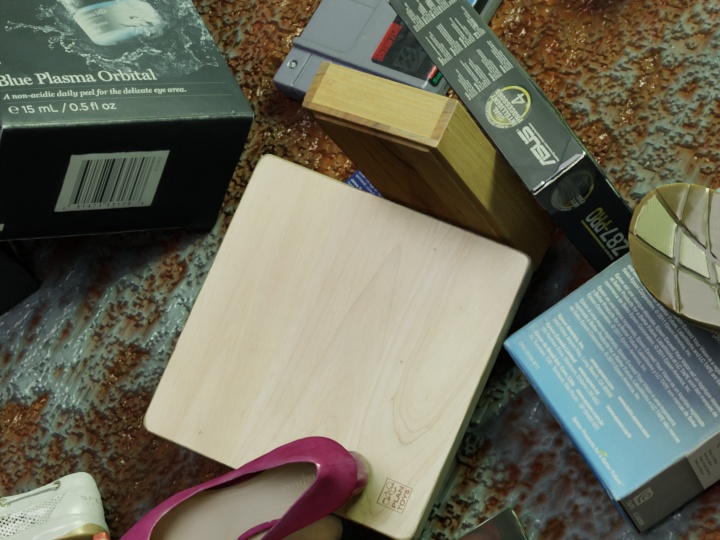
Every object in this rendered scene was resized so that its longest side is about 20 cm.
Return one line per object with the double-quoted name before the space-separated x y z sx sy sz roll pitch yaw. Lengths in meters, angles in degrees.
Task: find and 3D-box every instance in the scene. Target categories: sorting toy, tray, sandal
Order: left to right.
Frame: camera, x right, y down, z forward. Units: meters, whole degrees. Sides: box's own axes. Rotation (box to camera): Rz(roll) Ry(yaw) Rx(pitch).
"sorting toy" -0.010 0.054 1.557 0.198 0.070 0.200 22 83 17
"tray" 0.046 -0.063 1.507 0.098 0.200 0.037 19 76 28
"sandal" 0.251 0.016 1.422 0.200 0.054 0.080 25 80 18

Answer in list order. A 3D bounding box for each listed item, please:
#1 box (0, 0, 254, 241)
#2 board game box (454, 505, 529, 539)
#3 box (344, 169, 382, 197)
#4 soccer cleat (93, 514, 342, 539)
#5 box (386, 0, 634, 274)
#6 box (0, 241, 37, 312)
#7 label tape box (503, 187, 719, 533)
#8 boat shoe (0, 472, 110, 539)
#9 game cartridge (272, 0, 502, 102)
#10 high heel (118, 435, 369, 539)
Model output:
"box" -0.211 -0.132 1.700 0.200 0.196 0.118 60 141 35
"board game box" 0.034 0.243 1.495 0.200 0.023 0.105 -32 55 7
"box" 0.000 0.000 1.637 0.200 0.032 0.121 -41 55 2
"soccer cleat" -0.098 0.201 1.560 0.200 0.069 0.078 -15 64 26
"box" 0.110 -0.092 1.554 0.049 0.161 0.200 -37 55 4
"box" -0.346 -0.035 1.722 0.122 0.200 0.106 -34 55 6
"label tape box" 0.212 0.048 1.488 0.200 0.063 0.144 -35 54 2
"boat shoe" -0.270 0.191 1.647 0.199 0.071 0.069 -16 56 8
"game cartridge" 0.036 -0.198 1.728 0.129 0.038 0.200 21 75 37
"high heel" -0.090 0.160 1.469 0.200 0.096 0.068 -21 79 13
